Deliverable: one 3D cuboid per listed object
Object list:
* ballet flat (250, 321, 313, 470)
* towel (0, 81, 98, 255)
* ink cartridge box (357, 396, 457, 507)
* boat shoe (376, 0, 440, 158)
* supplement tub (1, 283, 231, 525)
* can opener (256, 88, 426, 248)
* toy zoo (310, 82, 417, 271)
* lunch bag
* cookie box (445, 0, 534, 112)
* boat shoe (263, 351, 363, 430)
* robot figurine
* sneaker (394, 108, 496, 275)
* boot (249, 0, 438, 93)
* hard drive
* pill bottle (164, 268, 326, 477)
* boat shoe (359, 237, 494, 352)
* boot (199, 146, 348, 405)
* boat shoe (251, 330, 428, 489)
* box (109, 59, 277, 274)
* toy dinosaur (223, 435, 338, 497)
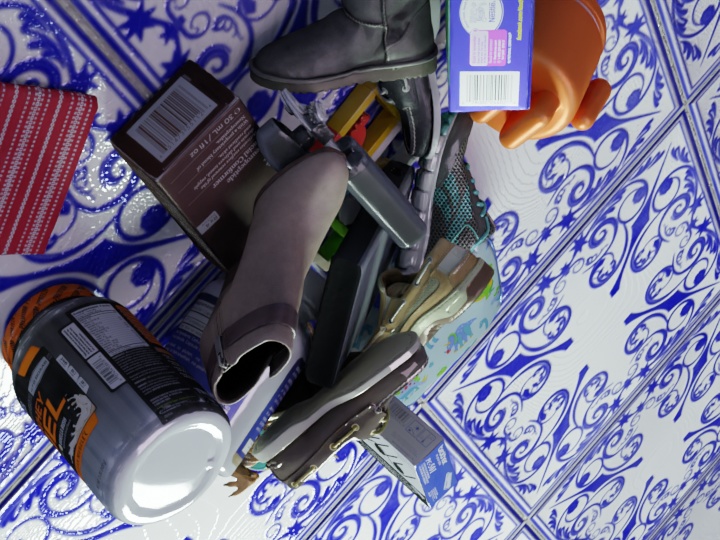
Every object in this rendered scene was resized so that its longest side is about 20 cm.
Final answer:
[{"bbox_3d":[-0.087,0.115,1.525,0.063,0.068,0.201,-61,172,-59],"label":"ballet flat"},{"bbox_3d":[-0.296,-0.077,1.109,0.199,0.022,0.145,0,119,-53],"label":"towel"},{"bbox_3d":[0.013,0.153,1.539,0.044,0.200,0.094,-40,146,-15],"label":"ink cartridge box"},{"bbox_3d":[0.038,-0.191,1.353,0.060,0.076,0.201,-11,121,-10],"label":"boat shoe"},{"bbox_3d":[-0.207,0.105,1.225,0.122,0.200,0.123,-29,140,-27],"label":"supplement tub"},{"bbox_3d":[-0.016,-0.084,1.276,0.066,0.053,0.200,-41,130,10],"label":"can opener"},{"bbox_3d":[-0.004,-0.104,1.437,0.200,0.020,0.131,-52,147,0],"label":"toy zoo"},{"bbox_3d":[0.064,0.041,1.595,0.200,0.082,0.161,-44,146,-17],"label":"lunch bag"},{"bbox_3d":[0.109,-0.265,1.262,0.075,0.201,0.172,0,138,4],"label":"cookie box"},{"bbox_3d":[-0.071,0.135,1.453,0.068,0.198,0.072,68,21,-46],"label":"boat shoe"},{"bbox_3d":[0.170,-0.208,1.432,0.117,0.143,0.201,86,24,-45],"label":"robot figurine"},{"bbox_3d":[0.094,-0.064,1.460,0.078,0.090,0.202,-93,-165,-74],"label":"sneaker"},{"bbox_3d":[-0.012,-0.256,1.229,0.180,0.073,0.201,-12,126,-12],"label":"boot"},{"bbox_3d":[0.000,0.000,1.401,0.200,0.033,0.140,-61,168,-56],"label":"hard drive"},{"bbox_3d":[-0.116,0.078,1.377,0.201,0.119,0.120,-56,148,-12],"label":"pill bottle"},{"bbox_3d":[0.047,0.029,1.420,0.200,0.076,0.072,-45,-173,43],"label":"boat shoe"},{"bbox_3d":[-0.068,0.012,1.212,0.070,0.147,0.200,22,125,-20],"label":"boot"},{"bbox_3d":[-0.010,0.131,1.369,0.200,0.060,0.072,-38,-167,18],"label":"boat shoe"},{"bbox_3d":[-0.121,-0.077,1.275,0.100,0.075,0.200,-47,149,-7],"label":"box"},{"bbox_3d":[-0.106,0.179,1.476,0.198,0.106,0.061,3,103,-12],"label":"toy dinosaur"}]
